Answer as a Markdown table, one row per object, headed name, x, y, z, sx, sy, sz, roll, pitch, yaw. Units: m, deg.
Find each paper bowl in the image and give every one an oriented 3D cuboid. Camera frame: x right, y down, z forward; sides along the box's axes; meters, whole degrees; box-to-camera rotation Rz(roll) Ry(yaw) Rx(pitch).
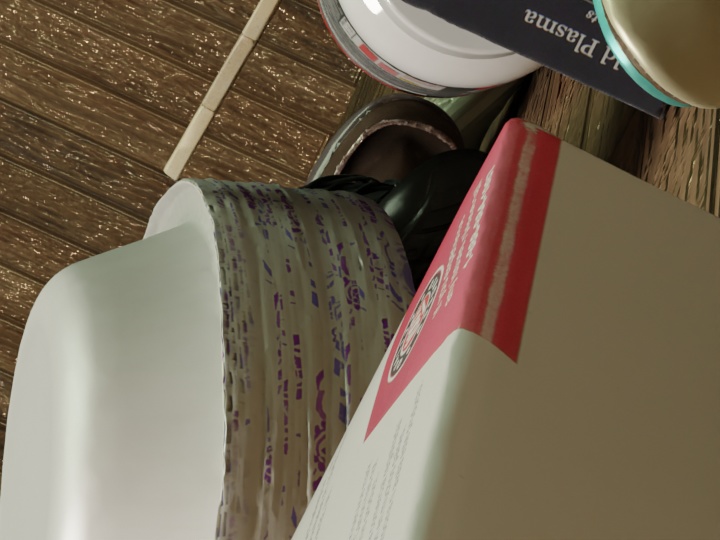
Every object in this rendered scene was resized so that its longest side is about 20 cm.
| name | x | y | z | sx | sy | sz | roll | pitch | yaw |
| --- | --- | --- | --- | --- | --- | --- | --- | --- | --- |
| paper bowl | -0.054 | 0.071 | 0.939 | 0.201 | 0.104 | 0.201 | -176 | 90 | -75 |

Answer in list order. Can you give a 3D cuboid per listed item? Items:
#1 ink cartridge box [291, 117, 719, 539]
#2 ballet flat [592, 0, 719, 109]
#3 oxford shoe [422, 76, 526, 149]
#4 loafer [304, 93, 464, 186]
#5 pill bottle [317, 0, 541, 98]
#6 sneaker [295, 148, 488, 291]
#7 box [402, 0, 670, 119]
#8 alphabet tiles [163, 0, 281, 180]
| name | x | y | z | sx | sy | sz | roll | pitch | yaw |
| --- | --- | --- | --- | --- | --- | --- | --- | --- | --- |
| ink cartridge box | 0.010 | 0.101 | 0.466 | 0.200 | 0.085 | 0.146 | -62 | 5 | 29 |
| ballet flat | 0.105 | -0.120 | 0.730 | 0.200 | 0.069 | 0.070 | -69 | 5 | -46 |
| oxford shoe | 0.018 | -0.025 | 1.399 | 0.200 | 0.058 | 0.075 | -49 | 4 | 16 |
| loafer | 0.000 | 0.022 | 1.310 | 0.071 | 0.073 | 0.200 | -147 | 75 | -76 |
| pill bottle | 0.041 | -0.132 | 1.245 | 0.200 | 0.116 | 0.116 | -150 | 85 | -86 |
| sneaker | 0.000 | 0.000 | 1.057 | 0.091 | 0.076 | 0.200 | 68 | 155 | 18 |
| box | 0.091 | -0.177 | 0.929 | 0.200 | 0.104 | 0.182 | -72 | 6 | -64 |
| alphabet tiles | -0.007 | -0.120 | 0.940 | 0.166 | 0.006 | 0.200 | -55 | 6 | 45 |
